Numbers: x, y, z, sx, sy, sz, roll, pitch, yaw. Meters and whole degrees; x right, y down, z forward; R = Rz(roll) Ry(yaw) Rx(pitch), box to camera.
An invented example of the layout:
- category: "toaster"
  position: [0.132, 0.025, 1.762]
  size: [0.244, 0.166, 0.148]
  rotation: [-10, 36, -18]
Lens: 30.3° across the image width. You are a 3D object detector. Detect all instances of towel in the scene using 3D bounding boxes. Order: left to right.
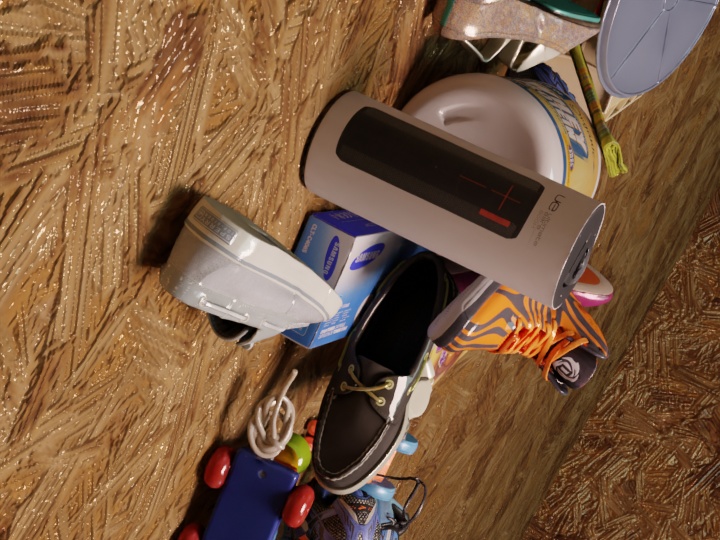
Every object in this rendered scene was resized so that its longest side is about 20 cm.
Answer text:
- category: "towel"
  position: [0.195, -0.185, 1.165]
  size: [0.086, 0.018, 0.200]
  rotation: [47, 28, -70]

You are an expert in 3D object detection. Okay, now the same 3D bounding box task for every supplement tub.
- category: "supplement tub"
  position: [0.116, -0.088, 1.098]
  size: [0.200, 0.144, 0.145]
  rotation: [-15, 130, -67]

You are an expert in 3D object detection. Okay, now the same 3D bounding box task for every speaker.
- category: "speaker"
  position: [0.065, -0.049, 0.916]
  size: [0.081, 0.200, 0.081]
  rotation: [-53, 160, -29]

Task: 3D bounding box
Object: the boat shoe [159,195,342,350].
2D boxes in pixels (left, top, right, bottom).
- category: "boat shoe"
  position: [-0.074, 0.011, 0.857]
  size: [0.072, 0.070, 0.201]
  rotation: [-51, 158, 1]

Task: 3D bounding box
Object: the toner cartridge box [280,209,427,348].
- category: "toner cartridge box"
  position: [0.000, 0.000, 1.065]
  size: [0.200, 0.043, 0.095]
  rotation: [-14, 129, -67]

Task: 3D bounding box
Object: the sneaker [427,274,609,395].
- category: "sneaker"
  position: [0.134, 0.047, 1.029]
  size: [0.078, 0.112, 0.200]
  rotation: [-45, 168, 32]

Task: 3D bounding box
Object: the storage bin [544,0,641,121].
- category: "storage bin"
  position: [0.261, -0.261, 1.337]
  size: [0.200, 0.094, 0.199]
  rotation: [-34, 147, -57]

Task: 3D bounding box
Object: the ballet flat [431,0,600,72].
- category: "ballet flat"
  position: [0.120, -0.196, 1.059]
  size: [0.200, 0.068, 0.067]
  rotation: [4, 119, -50]

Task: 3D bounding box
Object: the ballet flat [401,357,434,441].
- category: "ballet flat"
  position: [0.031, 0.100, 1.155]
  size: [0.200, 0.072, 0.072]
  rotation: [-68, 179, -71]

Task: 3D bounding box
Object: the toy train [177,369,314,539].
- category: "toy train"
  position: [-0.067, 0.155, 1.054]
  size: [0.116, 0.085, 0.200]
  rotation: [-38, 151, -73]

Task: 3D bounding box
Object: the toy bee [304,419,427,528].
- category: "toy bee"
  position: [-0.001, 0.159, 1.232]
  size: [0.131, 0.109, 0.200]
  rotation: [-66, -172, -15]

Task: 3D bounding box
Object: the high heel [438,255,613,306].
- category: "high heel"
  position: [0.120, 0.021, 1.186]
  size: [0.067, 0.200, 0.096]
  rotation: [-58, 161, -56]

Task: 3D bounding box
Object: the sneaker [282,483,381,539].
- category: "sneaker"
  position: [-0.023, 0.216, 1.143]
  size: [0.200, 0.075, 0.079]
  rotation: [178, -81, -69]

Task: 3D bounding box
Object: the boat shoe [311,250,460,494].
- category: "boat shoe"
  position: [0.014, 0.077, 1.042]
  size: [0.201, 0.072, 0.061]
  rotation: [-63, 160, -15]

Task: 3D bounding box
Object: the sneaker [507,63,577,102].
- category: "sneaker"
  position: [0.159, -0.101, 1.236]
  size: [0.078, 0.075, 0.200]
  rotation: [6, 79, -51]

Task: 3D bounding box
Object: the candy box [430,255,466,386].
- category: "candy box"
  position: [0.082, 0.019, 1.302]
  size: [0.117, 0.056, 0.200]
  rotation: [-40, 150, -49]

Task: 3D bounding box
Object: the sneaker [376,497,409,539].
- category: "sneaker"
  position: [-0.001, 0.252, 1.343]
  size: [0.079, 0.090, 0.200]
  rotation: [-66, 161, 11]

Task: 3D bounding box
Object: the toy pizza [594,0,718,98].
- category: "toy pizza"
  position: [0.268, -0.250, 1.190]
  size: [0.200, 0.032, 0.200]
  rotation: [-35, 144, -31]
